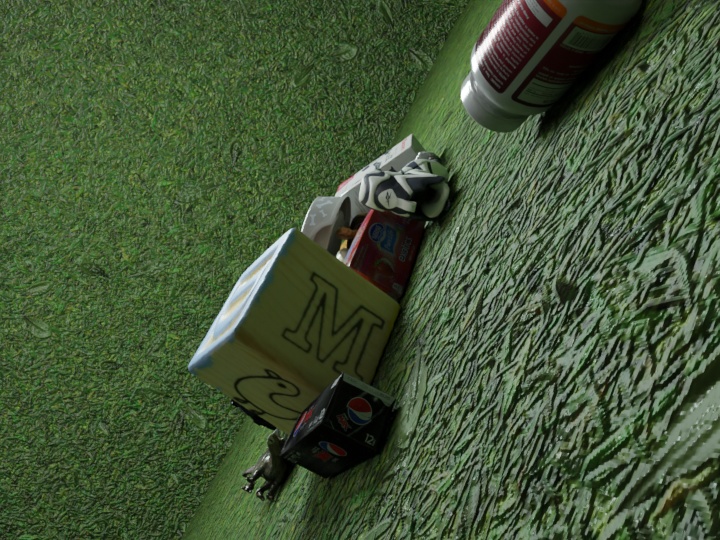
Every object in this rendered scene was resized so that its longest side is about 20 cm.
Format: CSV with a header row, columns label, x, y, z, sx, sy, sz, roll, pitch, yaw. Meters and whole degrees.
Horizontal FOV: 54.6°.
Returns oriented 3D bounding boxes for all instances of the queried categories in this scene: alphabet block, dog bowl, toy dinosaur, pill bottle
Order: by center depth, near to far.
label,x,y,z,sx,sy,sz,roll,pitch,yaw
pill bottle,0.187,-0.239,0.733,0.113,0.113,0.200,-65,7,-33
alphabet block,-0.094,0.095,1.003,0.195,0.200,0.197,-35,24,52
toy dinosaur,-0.157,0.347,1.228,0.102,0.077,0.200,-51,-5,-31
toy dinosaur,0.055,-0.072,1.271,0.106,0.200,0.060,88,158,-53
dog bowl,-0.071,-0.049,1.323,0.200,0.059,0.200,14,-90,-83

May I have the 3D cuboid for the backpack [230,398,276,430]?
label,x,y,z,sx,sy,sz,roll,pitch,yaw
backpack,-0.162,0.237,1.335,0.154,0.163,0.200,-47,10,-10

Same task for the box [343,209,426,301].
label,x,y,z,sx,sy,sz,roll,pitch,yaw
box,0.028,-0.017,1.137,0.100,0.095,0.200,-57,7,43

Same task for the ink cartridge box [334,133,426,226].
label,x,y,z,sx,sy,sz,roll,pitch,yaw
ink cartridge box,0.050,-0.183,1.440,0.200,0.084,0.145,-34,15,16

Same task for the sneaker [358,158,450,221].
label,x,y,z,sx,sy,sz,roll,pitch,yaw
sneaker,0.108,-0.124,1.114,0.199,0.130,0.080,-9,-61,-48

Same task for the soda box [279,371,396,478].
label,x,y,z,sx,sy,sz,roll,pitch,yaw
soda box,-0.031,0.185,0.807,0.063,0.071,0.200,-66,7,-29

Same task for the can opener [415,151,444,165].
label,x,y,z,sx,sy,sz,roll,pitch,yaw
can opener,0.097,-0.138,1.330,0.067,0.053,0.200,-83,17,-51

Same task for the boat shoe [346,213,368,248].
label,x,y,z,sx,sy,sz,roll,pitch,yaw
boat shoe,0.004,-0.024,1.411,0.200,0.070,0.070,93,-174,-47

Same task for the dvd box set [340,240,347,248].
label,x,y,z,sx,sy,sz,roll,pitch,yaw
dvd box set,-0.058,0.049,1.482,0.200,0.029,0.146,-56,-27,-45

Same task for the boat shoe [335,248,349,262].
label,x,y,z,sx,sy,sz,roll,pitch,yaw
boat shoe,0.000,0.000,1.280,0.062,0.075,0.200,-65,-14,4
